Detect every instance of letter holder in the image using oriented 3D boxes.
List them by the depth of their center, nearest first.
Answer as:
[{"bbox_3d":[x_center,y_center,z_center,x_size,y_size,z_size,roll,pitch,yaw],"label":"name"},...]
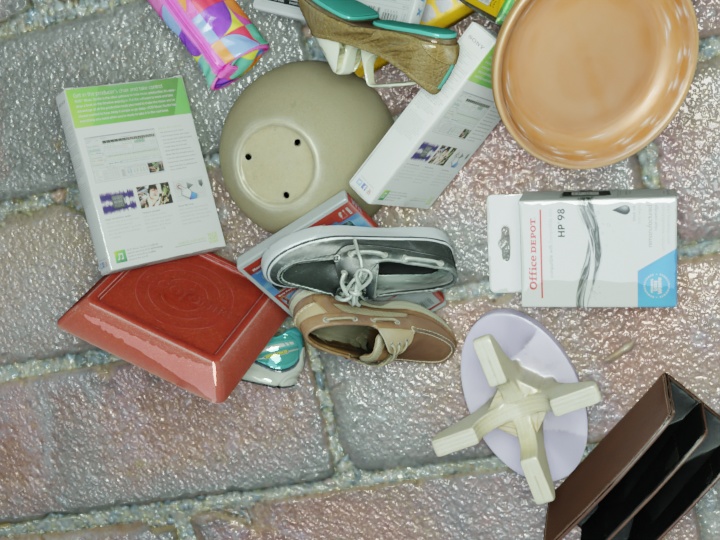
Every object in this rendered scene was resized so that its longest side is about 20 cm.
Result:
[{"bbox_3d":[0.293,0.229,1.160,0.100,0.142,0.200,39,108,3],"label":"letter holder"}]

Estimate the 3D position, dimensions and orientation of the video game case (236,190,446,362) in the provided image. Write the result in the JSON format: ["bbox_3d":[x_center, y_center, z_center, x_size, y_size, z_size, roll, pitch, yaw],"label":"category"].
[{"bbox_3d":[-0.017,0.012,1.196,0.143,0.017,0.200,-31,131,18],"label":"video game case"}]

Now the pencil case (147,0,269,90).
[{"bbox_3d":[-0.187,-0.293,1.200,0.088,0.088,0.200,-39,91,18],"label":"pencil case"}]

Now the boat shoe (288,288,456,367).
[{"bbox_3d":[0.015,0.074,1.196,0.199,0.072,0.076,14,127,-22],"label":"boat shoe"}]

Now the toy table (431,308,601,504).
[{"bbox_3d":[0.172,0.147,1.188,0.183,0.117,0.200,-34,91,18],"label":"toy table"}]

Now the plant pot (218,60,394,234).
[{"bbox_3d":[-0.070,-0.121,1.180,0.199,0.134,0.201,3,102,14],"label":"plant pot"}]

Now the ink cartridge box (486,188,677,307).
[{"bbox_3d":[0.228,-0.023,1.162,0.199,0.067,0.116,-1,102,14],"label":"ink cartridge box"}]

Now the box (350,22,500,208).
[{"bbox_3d":[0.089,-0.150,1.120,0.036,0.144,0.200,47,110,19],"label":"box"}]

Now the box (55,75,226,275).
[{"bbox_3d":[-0.238,-0.106,1.212,0.036,0.144,0.201,-14,89,54],"label":"box"}]

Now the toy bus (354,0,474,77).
[{"bbox_3d":[0.068,-0.284,1.146,0.199,0.065,0.079,-28,94,18],"label":"toy bus"}]

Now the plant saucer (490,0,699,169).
[{"bbox_3d":[0.210,-0.191,1.008,0.199,0.037,0.201,-7,117,-13],"label":"plant saucer"}]

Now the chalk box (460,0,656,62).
[{"bbox_3d":[0.216,-0.268,1.065,0.199,0.125,0.124,18,108,-24],"label":"chalk box"}]

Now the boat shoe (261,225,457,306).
[{"bbox_3d":[0.000,0.002,1.129,0.198,0.068,0.074,0,133,-11],"label":"boat shoe"}]

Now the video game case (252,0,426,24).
[{"bbox_3d":[-0.006,-0.335,1.126,0.199,0.022,0.183,20,96,31],"label":"video game case"}]

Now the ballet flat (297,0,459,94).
[{"bbox_3d":[0.009,-0.215,1.060,0.199,0.068,0.073,26,117,32],"label":"ballet flat"}]

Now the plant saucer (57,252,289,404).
[{"bbox_3d":[-0.192,0.035,1.210,0.199,0.200,0.037,25,126,8],"label":"plant saucer"}]

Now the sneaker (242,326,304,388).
[{"bbox_3d":[-0.160,0.082,1.291,0.199,0.078,0.080,11,85,7],"label":"sneaker"}]
